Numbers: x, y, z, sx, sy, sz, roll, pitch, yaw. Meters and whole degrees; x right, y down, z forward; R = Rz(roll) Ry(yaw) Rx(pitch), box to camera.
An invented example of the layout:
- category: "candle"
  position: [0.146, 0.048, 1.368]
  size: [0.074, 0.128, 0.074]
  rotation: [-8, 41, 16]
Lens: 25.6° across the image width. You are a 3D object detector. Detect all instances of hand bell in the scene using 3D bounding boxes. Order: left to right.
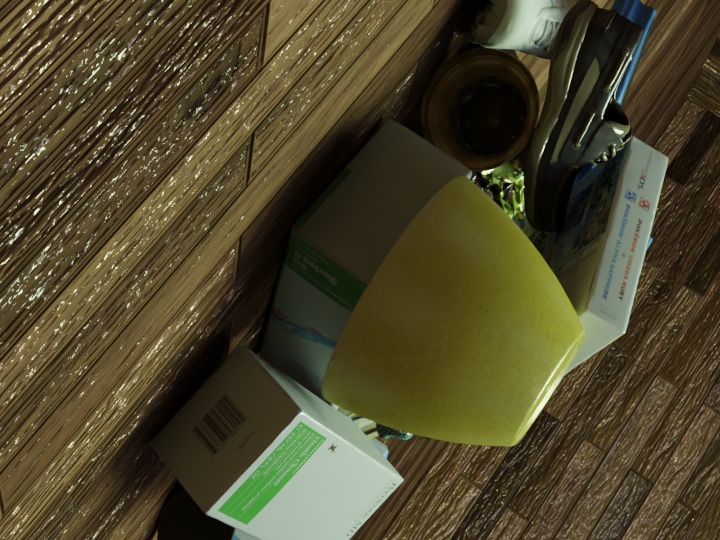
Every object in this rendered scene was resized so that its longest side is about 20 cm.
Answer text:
- category: "hand bell"
  position: [0.135, -0.116, 1.391]
  size: [0.105, 0.104, 0.200]
  rotation: [-58, 156, 4]

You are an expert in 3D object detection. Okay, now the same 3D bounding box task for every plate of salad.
- category: "plate of salad"
  position: [0.133, -0.115, 1.485]
  size: [0.200, 0.048, 0.202]
  rotation: [8, 90, -66]

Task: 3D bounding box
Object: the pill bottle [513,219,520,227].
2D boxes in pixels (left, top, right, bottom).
- category: "pill bottle"
  position: [0.091, -0.016, 1.580]
  size: [0.114, 0.113, 0.200]
  rotation: [-62, 169, 24]

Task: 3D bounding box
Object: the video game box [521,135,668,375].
- category: "video game box"
  position: [0.172, 0.009, 1.335]
  size: [0.200, 0.047, 0.183]
  rotation: [-44, -157, 55]

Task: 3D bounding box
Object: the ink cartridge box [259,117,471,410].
- category: "ink cartridge box"
  position: [0.000, 0.000, 1.282]
  size: [0.146, 0.087, 0.201]
  rotation: [-50, 166, -33]

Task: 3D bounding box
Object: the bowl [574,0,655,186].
- category: "bowl"
  position: [0.217, -0.151, 1.428]
  size: [0.201, 0.039, 0.202]
  rotation: [21, 90, -82]

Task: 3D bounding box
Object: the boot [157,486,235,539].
- category: "boot"
  position: [-0.093, 0.156, 1.402]
  size: [0.187, 0.064, 0.200]
  rotation: [-61, 174, 28]

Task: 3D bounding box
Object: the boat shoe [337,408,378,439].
- category: "boat shoe"
  position: [-0.041, 0.165, 1.484]
  size: [0.200, 0.063, 0.073]
  rotation: [-38, -170, 11]

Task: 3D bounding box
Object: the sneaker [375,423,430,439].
- category: "sneaker"
  position: [0.064, 0.106, 1.447]
  size: [0.199, 0.077, 0.092]
  rotation: [-7, 93, -53]

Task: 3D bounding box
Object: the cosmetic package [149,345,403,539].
- category: "cosmetic package"
  position: [-0.061, 0.148, 1.231]
  size: [0.108, 0.085, 0.200]
  rotation: [-47, 147, 2]

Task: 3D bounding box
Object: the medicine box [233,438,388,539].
- category: "medicine box"
  position: [-0.072, 0.273, 1.703]
  size: [0.200, 0.102, 0.183]
  rotation: [-53, 169, -28]

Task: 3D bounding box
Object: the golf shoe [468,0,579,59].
- category: "golf shoe"
  position: [0.159, -0.216, 1.360]
  size: [0.079, 0.097, 0.200]
  rotation: [-60, 168, 24]

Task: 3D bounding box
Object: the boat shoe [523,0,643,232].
- category: "boat shoe"
  position: [0.181, -0.115, 1.278]
  size: [0.075, 0.073, 0.202]
  rotation: [-53, 156, -55]

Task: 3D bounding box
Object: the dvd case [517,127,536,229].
- category: "dvd case"
  position: [0.180, -0.070, 1.624]
  size: [0.017, 0.144, 0.200]
  rotation: [-19, -178, -19]

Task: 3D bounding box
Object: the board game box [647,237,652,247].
- category: "board game box"
  position: [0.270, -0.040, 2.098]
  size: [0.037, 0.199, 0.152]
  rotation: [-49, 168, -38]

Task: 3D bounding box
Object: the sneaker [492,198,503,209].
- category: "sneaker"
  position: [0.083, 0.014, 1.361]
  size: [0.201, 0.072, 0.078]
  rotation: [-75, 163, -46]

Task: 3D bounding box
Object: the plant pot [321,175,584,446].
- category: "plant pot"
  position: [0.083, 0.052, 1.196]
  size: [0.201, 0.141, 0.200]
  rotation: [-53, 167, -18]
